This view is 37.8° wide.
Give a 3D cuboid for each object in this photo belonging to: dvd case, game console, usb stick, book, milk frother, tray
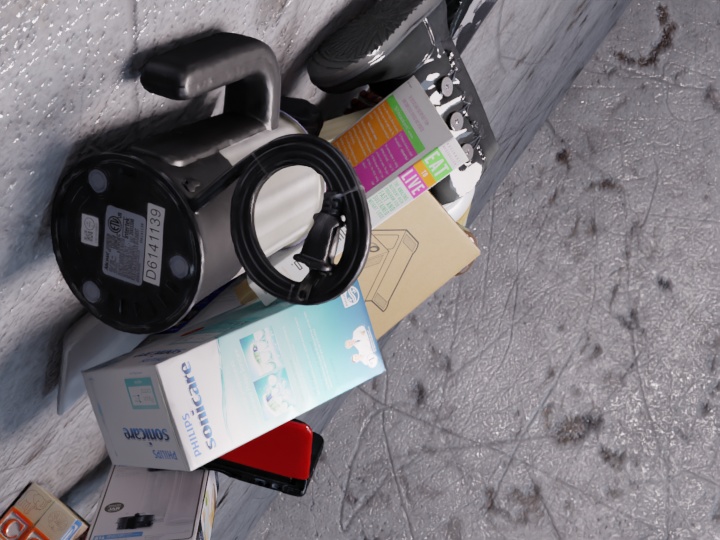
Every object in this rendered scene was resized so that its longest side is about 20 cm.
[{"bbox_3d":[0.120,-0.308,1.250,0.151,0.025,0.200,-55,170,7],"label":"dvd case"},{"bbox_3d":[-0.137,0.153,1.125,0.173,0.196,0.121,-63,166,-69],"label":"game console"},{"bbox_3d":[-0.081,-0.083,0.970,0.201,0.054,0.033,115,-22,-51],"label":"usb stick"},{"bbox_3d":[-0.012,-0.067,0.876,0.198,0.048,0.134,-35,-154,9],"label":"book"},{"bbox_3d":[-0.068,-0.044,0.717,0.182,0.198,0.188,-62,168,28],"label":"milk frother"},{"bbox_3d":[-0.192,0.030,0.903,0.200,0.022,0.108,-47,167,-39],"label":"tray"}]

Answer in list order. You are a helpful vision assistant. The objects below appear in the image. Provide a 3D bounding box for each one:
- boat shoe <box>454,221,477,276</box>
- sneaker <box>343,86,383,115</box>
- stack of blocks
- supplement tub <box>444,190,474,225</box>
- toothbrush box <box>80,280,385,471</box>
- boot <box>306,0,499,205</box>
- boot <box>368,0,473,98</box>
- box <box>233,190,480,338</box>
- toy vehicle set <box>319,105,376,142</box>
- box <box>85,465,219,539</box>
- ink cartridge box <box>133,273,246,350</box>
[{"bbox_3d":[0.018,-0.042,1.064,0.076,0.199,0.075,-65,-154,19],"label":"boat shoe"},{"bbox_3d":[0.006,-0.126,1.152,0.200,0.078,0.082,-48,158,14],"label":"sneaker"},{"bbox_3d":[-0.326,0.292,1.060,0.116,0.058,0.201,-51,170,-19],"label":"stack of blocks"},{"bbox_3d":[0.079,-0.107,1.396,0.145,0.144,0.200,-52,170,-10],"label":"supplement tub"},{"bbox_3d":[-0.103,0.082,0.855,0.198,0.087,0.145,-24,-172,-35],"label":"toothbrush box"},{"bbox_3d":[0.046,-0.146,0.984,0.164,0.065,0.202,-40,131,-21],"label":"boot"},{"bbox_3d":[0.089,-0.280,1.073,0.200,0.073,0.163,-59,176,38],"label":"boot"},{"bbox_3d":[0.000,0.000,1.007,0.199,0.021,0.163,-40,134,8],"label":"box"},{"bbox_3d":[0.004,-0.106,1.066,0.197,0.027,0.126,-21,143,-25],"label":"toy vehicle set"},{"bbox_3d":[-0.214,0.257,1.102,0.200,0.114,0.061,-94,180,-71],"label":"box"},{"bbox_3d":[-0.134,0.043,1.035,0.098,0.040,0.200,-8,-152,42],"label":"ink cartridge box"}]
